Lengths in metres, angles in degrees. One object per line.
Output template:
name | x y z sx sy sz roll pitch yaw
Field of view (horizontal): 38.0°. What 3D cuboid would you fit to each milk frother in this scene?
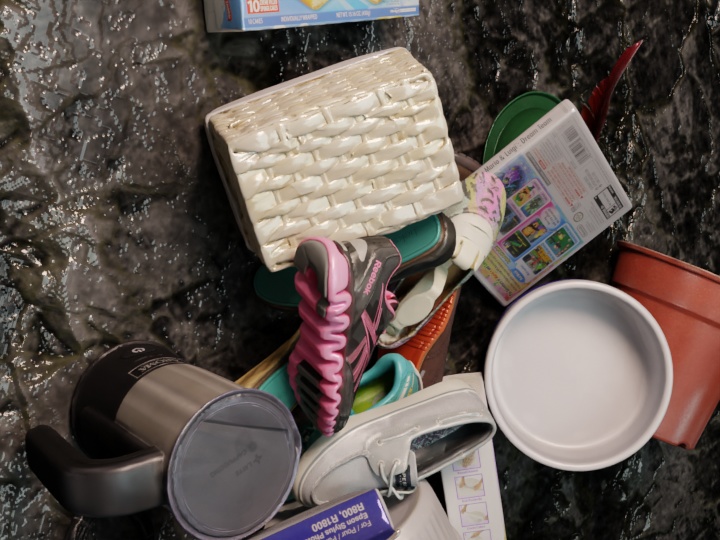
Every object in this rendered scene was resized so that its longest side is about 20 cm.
milk frother | -0.157 0.183 0.850 0.180 0.187 0.202 -31 116 -28

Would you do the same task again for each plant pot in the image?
plant pot | 0.363 0.094 1.246 0.199 0.200 0.197 21 93 -38

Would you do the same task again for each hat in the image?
hat | 0.241 -0.111 1.112 0.200 0.175 0.167 40 73 -35

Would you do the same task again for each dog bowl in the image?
dog bowl | 0.233 0.110 1.138 0.197 0.079 0.203 0 92 5

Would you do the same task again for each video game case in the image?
video game case | 0.179 -0.063 1.088 0.181 0.024 0.200 -38 141 9

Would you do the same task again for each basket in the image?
basket | -0.021 -0.095 0.903 0.198 0.123 0.137 -20 111 -5

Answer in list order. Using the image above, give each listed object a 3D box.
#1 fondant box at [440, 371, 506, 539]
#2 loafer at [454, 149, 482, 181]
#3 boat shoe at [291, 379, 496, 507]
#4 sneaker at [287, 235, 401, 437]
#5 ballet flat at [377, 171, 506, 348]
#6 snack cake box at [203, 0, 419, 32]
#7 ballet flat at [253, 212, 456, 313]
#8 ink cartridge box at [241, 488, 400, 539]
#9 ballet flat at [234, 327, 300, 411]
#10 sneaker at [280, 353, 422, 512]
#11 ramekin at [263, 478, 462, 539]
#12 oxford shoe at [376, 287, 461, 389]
fondant box | 0.118 0.230 1.100 0.057 0.145 0.203 -9 107 6
loafer | 0.044 -0.101 1.039 0.198 0.073 0.072 18 97 -33
boat shoe | 0.033 0.166 0.948 0.199 0.072 0.071 -24 126 -17
sneaker | -0.007 0.055 0.886 0.094 0.079 0.202 -17 132 -31
ballet flat | 0.077 -0.001 1.001 0.069 0.071 0.201 34 105 -12
snack cake box | -0.044 -0.279 0.933 0.198 0.067 0.117 -15 108 -35
ballet flat | 0.000 0.000 0.966 0.068 0.198 0.069 32 45 -62
ink cartridge box | -0.073 0.224 0.806 0.197 0.200 0.041 -23 81 -11
ballet flat | -0.065 0.090 0.981 0.199 0.062 0.069 -32 106 -51
sneaker | -0.029 0.147 0.990 0.199 0.077 0.080 -37 141 -12
ramekin | -0.004 0.261 0.977 0.201 0.201 0.095 -29 112 -30
oxford shoe | 0.059 0.079 1.085 0.072 0.071 0.202 26 88 -55
